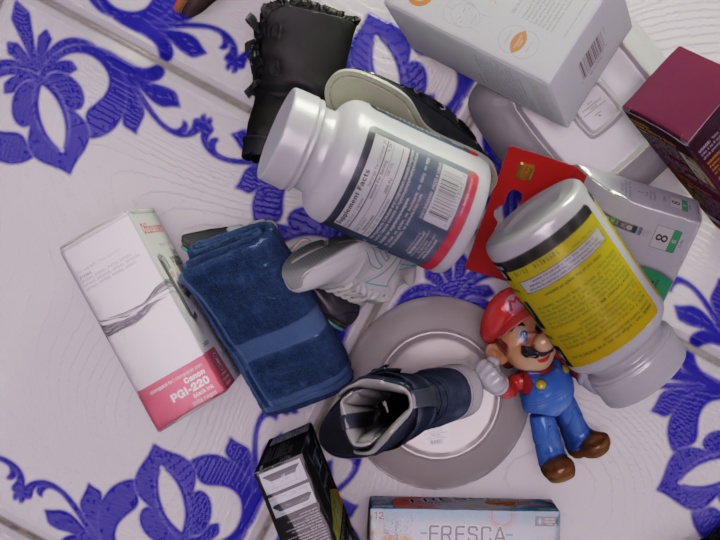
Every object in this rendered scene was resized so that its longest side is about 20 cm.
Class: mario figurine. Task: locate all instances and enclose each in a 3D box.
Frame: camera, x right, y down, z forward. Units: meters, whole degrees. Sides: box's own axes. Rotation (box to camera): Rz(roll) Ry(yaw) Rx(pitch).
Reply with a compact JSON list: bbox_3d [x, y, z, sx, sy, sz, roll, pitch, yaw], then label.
[{"bbox_3d":[0.188,0.110,1.384,0.105,0.123,0.202,-20,102,28],"label":"mario figurine"}]

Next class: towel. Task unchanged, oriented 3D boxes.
[{"bbox_3d":[-0.091,0.051,1.376,0.110,0.049,0.202,-19,117,17],"label":"towel"}]

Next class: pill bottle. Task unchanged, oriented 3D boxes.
[{"bbox_3d":[0.218,0.024,1.318,0.114,0.114,0.201,-36,100,2],"label":"pill bottle"},{"bbox_3d":[0.010,-0.089,1.286,0.198,0.120,0.121,23,92,-13],"label":"pill bottle"}]

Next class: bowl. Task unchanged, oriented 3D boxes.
[{"bbox_3d":[0.233,-0.163,1.401,0.199,0.075,0.200,-39,92,0],"label":"bowl"}]

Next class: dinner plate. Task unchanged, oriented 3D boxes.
[{"bbox_3d":[0.080,0.129,1.437,0.197,0.024,0.204,0,93,1],"label":"dinner plate"}]

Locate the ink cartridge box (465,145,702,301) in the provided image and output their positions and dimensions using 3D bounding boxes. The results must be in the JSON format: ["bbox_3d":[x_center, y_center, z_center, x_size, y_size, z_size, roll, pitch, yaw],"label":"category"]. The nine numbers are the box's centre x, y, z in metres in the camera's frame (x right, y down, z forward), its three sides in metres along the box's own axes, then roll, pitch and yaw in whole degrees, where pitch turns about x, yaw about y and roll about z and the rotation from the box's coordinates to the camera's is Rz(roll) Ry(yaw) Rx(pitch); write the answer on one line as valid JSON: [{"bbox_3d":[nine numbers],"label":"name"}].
[{"bbox_3d":[0.218,-0.023,1.379,0.197,0.050,0.162,15,126,-3],"label":"ink cartridge box"}]

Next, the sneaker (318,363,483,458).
[{"bbox_3d":[0.002,0.145,1.346,0.201,0.145,0.078,-27,80,37],"label":"sneaker"}]

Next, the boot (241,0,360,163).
[{"bbox_3d":[-0.029,-0.183,1.406,0.195,0.073,0.165,8,84,-6],"label":"boot"}]

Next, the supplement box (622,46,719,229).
[{"bbox_3d":[0.358,-0.110,1.340,0.086,0.110,0.200,-46,125,1],"label":"supplement box"}]

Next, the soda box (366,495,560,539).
[{"bbox_3d":[0.105,0.272,1.422,0.197,0.064,0.070,1,92,0],"label":"soda box"}]

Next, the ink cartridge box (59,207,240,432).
[{"bbox_3d":[-0.205,0.043,1.374,0.084,0.146,0.202,-30,92,3],"label":"ink cartridge box"}]

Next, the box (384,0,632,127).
[{"bbox_3d":[0.144,-0.249,1.340,0.199,0.097,0.125,32,84,27],"label":"box"}]

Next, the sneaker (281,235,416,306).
[{"bbox_3d":[0.000,0.000,1.361,0.070,0.199,0.082,-1,102,39],"label":"sneaker"}]

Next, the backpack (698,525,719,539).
[{"bbox_3d":[0.388,0.372,1.393,0.165,0.127,0.202,-24,95,-2],"label":"backpack"}]

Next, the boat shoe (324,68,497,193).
[{"bbox_3d":[0.050,-0.144,1.359,0.197,0.066,0.075,27,121,-15],"label":"boat shoe"}]

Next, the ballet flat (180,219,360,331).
[{"bbox_3d":[-0.084,-0.010,1.411,0.198,0.073,0.074,27,92,-7],"label":"ballet flat"}]

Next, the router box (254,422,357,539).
[{"bbox_3d":[-0.046,0.245,1.354,0.052,0.200,0.159,-22,91,1],"label":"router box"}]

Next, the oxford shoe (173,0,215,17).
[{"bbox_3d":[-0.103,-0.316,1.400,0.199,0.071,0.073,-40,96,1],"label":"oxford shoe"}]
